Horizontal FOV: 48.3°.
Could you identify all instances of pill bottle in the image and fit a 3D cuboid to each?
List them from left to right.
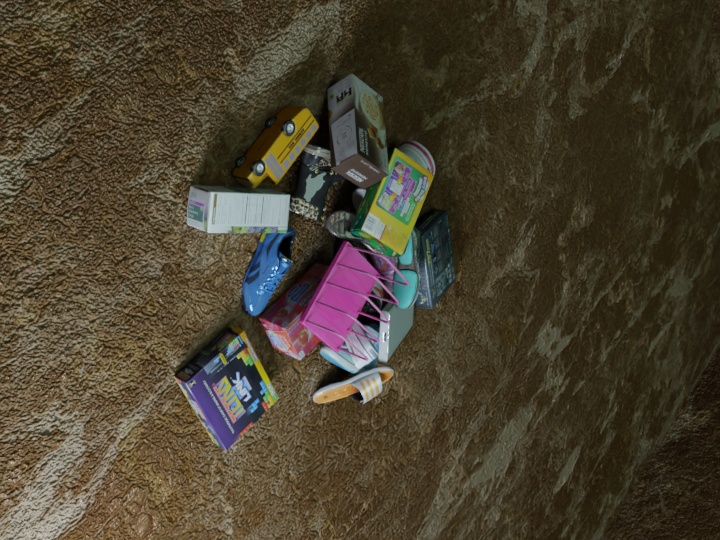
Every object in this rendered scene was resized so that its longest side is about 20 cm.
[{"bbox_3d":[0.076,-0.202,1.854,0.200,0.112,0.115,-45,129,-32],"label":"pill bottle"}]

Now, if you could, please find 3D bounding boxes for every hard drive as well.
[{"bbox_3d":[0.090,0.119,1.965,0.200,0.026,0.135,-45,141,-59],"label":"hard drive"}]

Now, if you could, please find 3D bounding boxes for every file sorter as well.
[{"bbox_3d":[-0.005,0.069,1.709,0.139,0.124,0.203,43,70,-43],"label":"file sorter"}]

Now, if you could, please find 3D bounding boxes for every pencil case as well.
[{"bbox_3d":[0.064,-0.045,1.916,0.087,0.086,0.203,-44,130,-27],"label":"pencil case"}]

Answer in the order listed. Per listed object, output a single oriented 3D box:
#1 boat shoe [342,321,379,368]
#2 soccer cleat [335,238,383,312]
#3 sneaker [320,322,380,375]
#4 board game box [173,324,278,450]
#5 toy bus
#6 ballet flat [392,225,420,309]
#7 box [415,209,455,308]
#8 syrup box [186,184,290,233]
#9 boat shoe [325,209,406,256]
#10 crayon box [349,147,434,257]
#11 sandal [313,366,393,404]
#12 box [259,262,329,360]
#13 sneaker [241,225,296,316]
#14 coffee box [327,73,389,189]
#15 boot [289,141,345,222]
[{"bbox_3d":[-0.027,0.143,1.817,0.065,0.201,0.074,-38,126,1],"label":"boat shoe"},{"bbox_3d":[0.000,0.000,1.891,0.203,0.067,0.074,62,27,-25],"label":"soccer cleat"},{"bbox_3d":[-0.014,0.173,1.909,0.199,0.078,0.133,36,78,-54],"label":"sneaker"},{"bbox_3d":[-0.276,0.245,1.679,0.165,0.056,0.203,-44,129,-29],"label":"board game box"},{"bbox_3d":[-0.172,-0.247,1.635,0.202,0.064,0.079,-56,135,-18],"label":"toy bus"},{"bbox_3d":[0.113,-0.013,1.876,0.073,0.073,0.205,-15,115,-41],"label":"ballet flat"},{"bbox_3d":[0.181,-0.030,2.037,0.158,0.050,0.205,-44,130,-49],"label":"box"},{"bbox_3d":[-0.240,-0.121,1.593,0.197,0.078,0.084,-4,105,-44],"label":"syrup box"},{"bbox_3d":[0.013,-0.088,1.803,0.196,0.073,0.076,23,91,-16],"label":"boat shoe"},{"bbox_3d":[0.070,-0.148,1.746,0.117,0.058,0.204,30,75,-26],"label":"crayon box"},{"bbox_3d":[-0.010,0.291,1.899,0.202,0.060,0.080,-19,148,-7],"label":"sandal"},{"bbox_3d":[-0.113,0.087,1.765,0.200,0.098,0.097,-44,128,-28],"label":"box"},{"bbox_3d":[-0.189,0.002,1.682,0.065,0.077,0.205,21,88,-47],"label":"sneaker"},{"bbox_3d":[-0.006,-0.296,1.713,0.113,0.079,0.205,26,52,-45],"label":"coffee box"},{"bbox_3d":[-0.075,-0.183,1.747,0.198,0.072,0.154,15,97,-56],"label":"boot"}]
